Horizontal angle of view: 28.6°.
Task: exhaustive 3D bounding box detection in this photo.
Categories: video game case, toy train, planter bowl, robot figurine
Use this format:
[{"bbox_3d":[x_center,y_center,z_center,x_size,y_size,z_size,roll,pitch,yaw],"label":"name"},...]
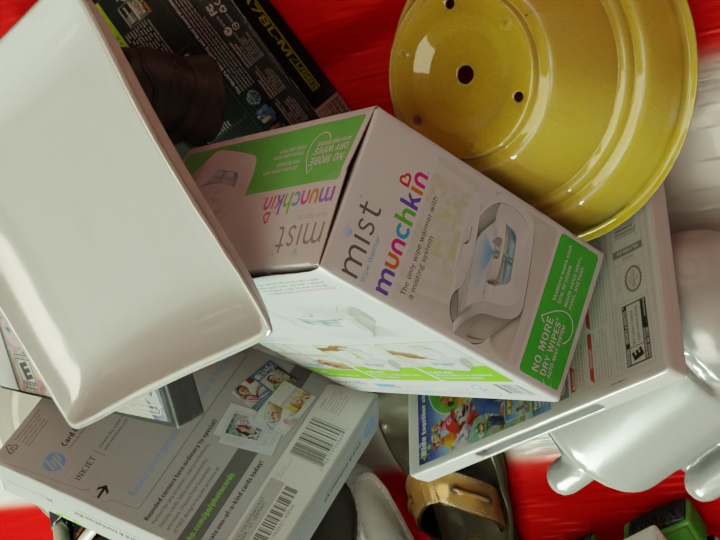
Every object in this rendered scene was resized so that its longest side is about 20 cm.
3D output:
[{"bbox_3d":[-0.186,-0.003,0.851,0.199,0.025,0.182,5,115,46],"label":"video game case"},{"bbox_3d":[0.146,0.211,0.945,0.199,0.042,0.057,-28,105,21],"label":"toy train"},{"bbox_3d":[0.101,0.029,0.834,0.018,0.144,0.200,23,143,-35],"label":"video game case"},{"bbox_3d":[0.077,-0.108,0.781,0.200,0.083,0.201,6,100,38],"label":"planter bowl"},{"bbox_3d":[0.179,0.053,0.834,0.200,0.113,0.170,-42,82,32],"label":"robot figurine"}]

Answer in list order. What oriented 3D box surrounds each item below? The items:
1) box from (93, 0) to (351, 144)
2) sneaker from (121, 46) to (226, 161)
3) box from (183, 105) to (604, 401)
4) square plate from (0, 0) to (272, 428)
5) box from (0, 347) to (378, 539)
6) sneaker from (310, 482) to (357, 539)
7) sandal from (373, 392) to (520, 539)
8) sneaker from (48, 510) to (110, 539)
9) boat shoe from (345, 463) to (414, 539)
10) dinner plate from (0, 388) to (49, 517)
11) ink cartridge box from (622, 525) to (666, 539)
[{"bbox_3d":[-0.116,-0.097,0.931,0.193,0.048,0.200,-34,98,34],"label":"box"},{"bbox_3d":[-0.174,-0.074,0.877,0.200,0.091,0.076,-43,55,28],"label":"sneaker"},{"bbox_3d":[0.000,0.000,0.805,0.176,0.097,0.200,29,162,-30],"label":"box"},{"bbox_3d":[-0.148,-0.028,0.756,0.198,0.028,0.201,-26,94,45],"label":"square plate"},{"bbox_3d":[-0.110,0.112,0.917,0.199,0.156,0.041,20,141,18],"label":"box"},{"bbox_3d":[-0.067,0.211,0.895,0.074,0.201,0.089,19,161,25],"label":"sneaker"},{"bbox_3d":[0.061,0.161,0.968,0.081,0.055,0.201,-7,110,25],"label":"sandal"},{"bbox_3d":[-0.173,0.148,0.961,0.078,0.079,0.200,-48,63,20],"label":"sneaker"},{"bbox_3d":[0.031,0.218,0.939,0.068,0.072,0.201,-33,63,39],"label":"boat shoe"},{"bbox_3d":[-0.204,0.111,1.049,0.199,0.024,0.201,7,104,30],"label":"dinner plate"},{"bbox_3d":[0.181,0.285,0.899,0.145,0.085,0.200,-31,103,18],"label":"ink cartridge box"}]
